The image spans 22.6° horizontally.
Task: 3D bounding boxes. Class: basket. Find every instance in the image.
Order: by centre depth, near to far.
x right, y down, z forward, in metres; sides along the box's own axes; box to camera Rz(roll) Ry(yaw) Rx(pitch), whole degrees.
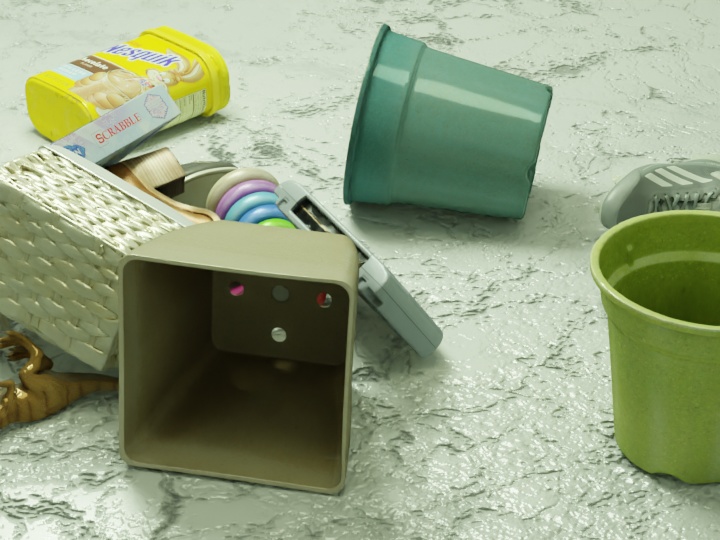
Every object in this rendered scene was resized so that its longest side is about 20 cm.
[{"bbox_3d":[-0.262,-0.010,1.665,0.200,0.136,0.123,30,23,17],"label":"basket"}]

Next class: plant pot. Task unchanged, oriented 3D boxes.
[{"bbox_3d":[0.292,0.074,1.563,0.200,0.184,0.200,1,31,0],"label":"plant pot"},{"bbox_3d":[-0.092,0.055,1.588,0.200,0.200,0.177,7,24,8],"label":"plant pot"},{"bbox_3d":[0.098,-0.146,1.948,0.196,0.200,0.200,14,32,5],"label":"plant pot"}]

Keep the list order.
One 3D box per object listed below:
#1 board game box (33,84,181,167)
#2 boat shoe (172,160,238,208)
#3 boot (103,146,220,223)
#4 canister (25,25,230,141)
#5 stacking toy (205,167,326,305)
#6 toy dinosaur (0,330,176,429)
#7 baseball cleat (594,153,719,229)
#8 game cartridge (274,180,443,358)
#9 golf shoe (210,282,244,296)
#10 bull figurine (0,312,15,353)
[{"bbox_3d":[-0.311,-0.102,1.871,0.200,0.041,0.199,-30,5,42],"label":"board game box"},{"bbox_3d":[-0.219,-0.084,1.931,0.200,0.067,0.057,-23,54,-31],"label":"boat shoe"},{"bbox_3d":[-0.221,-0.024,1.815,0.155,0.077,0.200,-27,70,-18],"label":"boot"},{"bbox_3d":[-0.277,-0.211,2.136,0.200,0.087,0.148,-27,40,-36],"label":"canister"},{"bbox_3d":[-0.086,-0.022,1.831,0.085,0.085,0.200,-12,38,-21],"label":"stacking toy"},{"bbox_3d":[-0.284,0.107,1.639,0.200,0.060,0.106,-16,65,-32],"label":"toy dinosaur"},{"bbox_3d":[0.352,-0.079,1.939,0.200,0.070,0.106,-22,37,-33],"label":"baseball cleat"},{"bbox_3d":[0.000,0.000,1.740,0.042,0.133,0.200,-46,46,1],"label":"game cartridge"},{"bbox_3d":[-0.171,0.004,1.734,0.200,0.075,0.092,-16,9,11],"label":"golf shoe"},{"bbox_3d":[-0.394,0.015,1.768,0.200,0.065,0.121,25,31,25],"label":"bull figurine"}]
